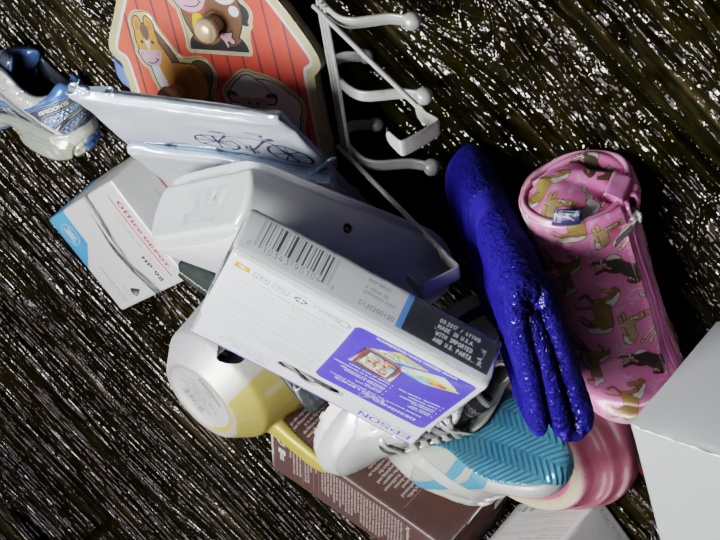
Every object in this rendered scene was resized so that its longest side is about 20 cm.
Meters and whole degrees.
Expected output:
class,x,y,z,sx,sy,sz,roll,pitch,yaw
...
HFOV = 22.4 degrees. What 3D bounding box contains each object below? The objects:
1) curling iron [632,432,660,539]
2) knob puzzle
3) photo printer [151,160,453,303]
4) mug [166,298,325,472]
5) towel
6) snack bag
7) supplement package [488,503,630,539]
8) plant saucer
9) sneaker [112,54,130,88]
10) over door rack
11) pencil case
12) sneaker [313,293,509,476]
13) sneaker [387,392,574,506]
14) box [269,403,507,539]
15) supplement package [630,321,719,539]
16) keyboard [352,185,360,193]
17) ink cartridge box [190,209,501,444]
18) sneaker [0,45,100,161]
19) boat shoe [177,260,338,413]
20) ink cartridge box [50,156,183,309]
class,x,y,z,sx,sy,sz,roll,pitch,yaw
curling iron,0.232,0.154,1.424,0.050,0.026,0.200,-112,5,-55
knob puzzle,-0.117,-0.163,1.384,0.220,0.030,0.220,19,132,23
photo printer,-0.039,-0.018,1.396,0.200,0.070,0.166,21,167,-28
mug,-0.072,0.073,1.573,0.187,0.153,0.149,30,147,31
towel,0.105,0.016,1.291,0.200,0.050,0.148,-108,-4,-57
snack bag,-0.102,-0.086,1.387,0.188,0.021,0.200,10,164,23
supplement package,0.145,0.305,1.546,0.121,0.200,0.120,53,149,-13
plant saucer,0.133,0.125,1.494,0.200,0.051,0.201,31,146,23
sneaker,-0.120,-0.126,1.484,0.200,0.070,0.078,27,138,27
over door rack,0.029,-0.100,1.285,0.200,0.067,0.148,-117,11,-46
pencil case,0.174,0.014,1.281,0.087,0.083,0.200,-108,-3,-56
sneaker,0.048,0.105,1.420,0.076,0.200,0.081,20,-147,-56
sneaker,0.101,0.147,1.449,0.200,0.077,0.081,8,145,52
box,0.026,0.180,1.644,0.200,0.100,0.075,32,147,24
supplement package,0.284,0.157,1.278,0.117,0.117,0.200,19,141,39
keyboard,0.000,0.000,1.547,0.056,0.011,0.200,19,140,38
ink cartridge box,-0.016,0.046,1.311,0.198,0.043,0.200,28,158,-5
sneaker,-0.324,-0.176,1.690,0.200,0.077,0.085,20,132,25
boat shoe,-0.088,0.052,1.476,0.199,0.066,0.075,33,176,27
ink cartridge box,-0.196,-0.044,1.680,0.116,0.067,0.200,52,149,-9
